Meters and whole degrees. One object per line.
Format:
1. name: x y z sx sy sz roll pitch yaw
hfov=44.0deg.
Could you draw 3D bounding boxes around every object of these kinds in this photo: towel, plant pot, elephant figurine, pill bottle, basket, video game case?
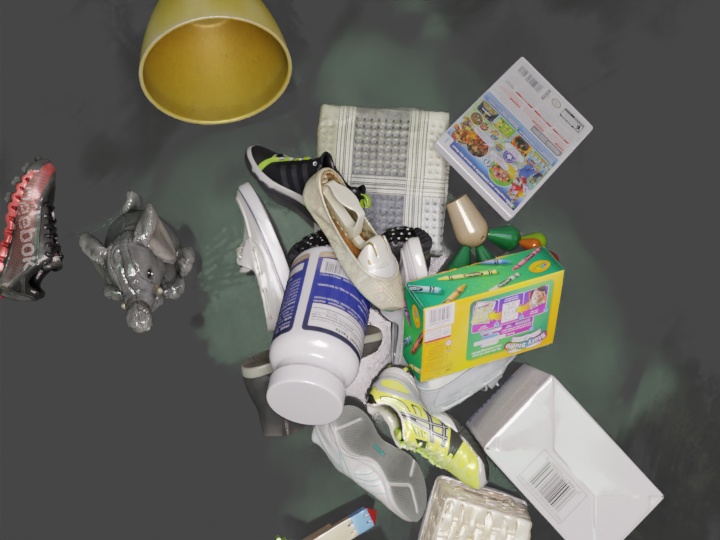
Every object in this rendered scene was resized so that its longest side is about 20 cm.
1. towel: 0.030 -0.128 1.240 0.188 0.035 0.205 4 89 3
2. plant pot: -0.198 -0.314 1.181 0.196 0.201 0.144 -12 61 -1
3. elephant figurine: -0.288 -0.016 1.142 0.153 0.200 0.143 29 87 1
4. pill bottle: -0.051 0.080 1.105 0.113 0.117 0.203 12 51 0
5. basket: 0.140 0.390 1.163 0.133 0.123 0.204 15 88 1
6. video game case: 0.210 -0.182 1.211 0.143 0.018 0.200 44 67 2

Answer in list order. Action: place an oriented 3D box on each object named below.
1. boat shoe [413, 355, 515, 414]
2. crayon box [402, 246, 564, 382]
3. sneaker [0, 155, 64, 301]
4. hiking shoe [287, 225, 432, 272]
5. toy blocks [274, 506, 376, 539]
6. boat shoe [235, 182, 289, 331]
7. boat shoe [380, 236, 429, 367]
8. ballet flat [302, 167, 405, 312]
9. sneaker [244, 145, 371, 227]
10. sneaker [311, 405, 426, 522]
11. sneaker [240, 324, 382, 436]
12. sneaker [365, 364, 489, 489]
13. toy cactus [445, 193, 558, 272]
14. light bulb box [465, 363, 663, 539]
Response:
1. boat shoe: 0.154 0.127 1.191 0.198 0.070 0.073 -26 116 -28
2. crayon box: 0.153 0.054 1.116 0.196 0.059 0.121 -14 129 -17
3. sneaker: -0.440 -0.049 1.209 0.096 0.071 0.204 18 89 1
4. hiking shoe: 0.000 0.000 1.200 0.195 0.076 0.103 -1 114 5
5. toy blocks: -0.011 0.412 1.184 0.135 0.100 0.203 -26 86 -13
6. boat shoe: -0.137 -0.016 1.212 0.065 0.072 0.204 -21 95 -6
7. boat shoe: 0.059 0.047 1.169 0.067 0.203 0.073 -7 43 -1
8. ballet flat: -0.004 -0.039 1.094 0.067 0.062 0.201 -32 80 -38
9. sneaker: -0.065 -0.128 1.190 0.198 0.071 0.084 35 114 18
10. sneaker: 0.014 0.261 1.201 0.201 0.080 0.071 50 50 -15
11. sneaker: -0.056 0.146 1.210 0.196 0.075 0.108 -17 106 -8
12. sneaker: 0.086 0.221 1.186 0.200 0.076 0.076 44 56 11
13. toy cactus: 0.164 -0.022 1.194 0.198 0.102 0.167 -29 97 -12
14. light bulb box: 0.249 0.237 1.133 0.125 0.200 0.199 -43 88 -1
